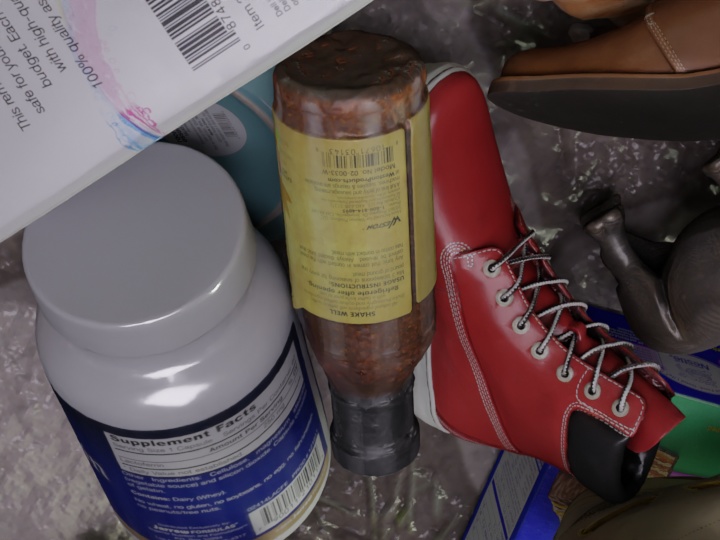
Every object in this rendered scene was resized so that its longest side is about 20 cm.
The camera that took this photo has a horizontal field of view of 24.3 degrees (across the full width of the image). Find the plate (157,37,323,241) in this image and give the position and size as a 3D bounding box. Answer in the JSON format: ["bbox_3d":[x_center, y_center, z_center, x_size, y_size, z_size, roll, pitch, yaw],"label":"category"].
[{"bbox_3d":[-0.092,-0.061,0.734,0.199,0.026,0.200,9,147,6],"label":"plate"}]

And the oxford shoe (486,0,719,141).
[{"bbox_3d":[0.147,-0.096,0.703,0.199,0.072,0.071,-4,166,31],"label":"oxford shoe"}]

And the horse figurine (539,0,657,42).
[{"bbox_3d":[0.106,-0.163,0.700,0.132,0.050,0.200,21,136,-7],"label":"horse figurine"}]

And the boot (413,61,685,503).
[{"bbox_3d":[0.080,0.008,0.739,0.072,0.144,0.200,-37,132,-32],"label":"boot"}]

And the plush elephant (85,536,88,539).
[{"bbox_3d":[-0.071,0.225,0.863,0.165,0.200,0.155,-47,120,-16],"label":"plush elephant"}]

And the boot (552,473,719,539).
[{"bbox_3d":[0.157,0.135,0.720,0.199,0.155,0.073,-11,102,29],"label":"boot"}]

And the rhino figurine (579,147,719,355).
[{"bbox_3d":[0.185,-0.019,0.749,0.200,0.060,0.088,-28,97,47],"label":"rhino figurine"}]

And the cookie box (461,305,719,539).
[{"bbox_3d":[0.155,0.137,0.879,0.171,0.075,0.200,15,117,-10],"label":"cookie box"}]

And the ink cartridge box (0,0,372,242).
[{"bbox_3d":[-0.107,-0.115,0.614,0.200,0.084,0.145,-31,101,15],"label":"ink cartridge box"}]

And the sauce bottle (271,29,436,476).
[{"bbox_3d":[0.000,0.000,0.706,0.066,0.066,0.200,-3,123,-1],"label":"sauce bottle"}]

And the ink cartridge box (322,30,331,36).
[{"bbox_3d":[-0.086,-0.188,0.686,0.199,0.084,0.145,20,117,-14],"label":"ink cartridge box"}]

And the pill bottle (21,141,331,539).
[{"bbox_3d":[-0.081,0.041,0.756,0.115,0.116,0.200,-8,143,2],"label":"pill bottle"}]
